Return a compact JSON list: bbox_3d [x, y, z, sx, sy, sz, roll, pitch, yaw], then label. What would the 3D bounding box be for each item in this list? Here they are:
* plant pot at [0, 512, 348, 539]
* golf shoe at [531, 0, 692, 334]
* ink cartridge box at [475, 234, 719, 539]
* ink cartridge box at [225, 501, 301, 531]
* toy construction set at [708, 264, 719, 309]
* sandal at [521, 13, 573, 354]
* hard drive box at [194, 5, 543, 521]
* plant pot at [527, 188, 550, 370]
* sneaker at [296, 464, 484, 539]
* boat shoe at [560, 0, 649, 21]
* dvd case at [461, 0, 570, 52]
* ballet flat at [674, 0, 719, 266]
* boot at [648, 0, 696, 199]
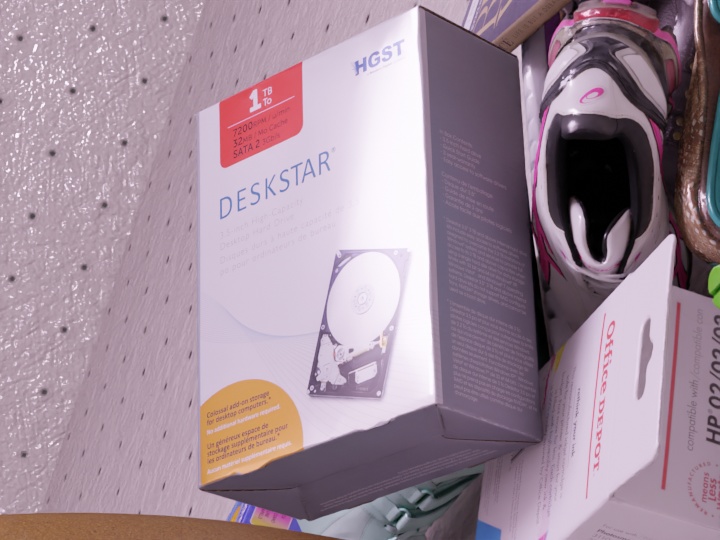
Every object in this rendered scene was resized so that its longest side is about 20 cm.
[{"bbox_3d":[-0.117,0.200,1.262,0.186,0.200,0.187,-160,90,-78],"label":"plant pot"},{"bbox_3d":[0.108,-0.021,1.108,0.092,0.072,0.200,-68,-24,-44],"label":"golf shoe"},{"bbox_3d":[0.119,0.083,1.081,0.200,0.068,0.115,126,157,-55],"label":"ink cartridge box"},{"bbox_3d":[-0.051,0.178,1.585,0.200,0.076,0.137,-59,6,40],"label":"ink cartridge box"},{"bbox_3d":[0.181,-0.026,0.920,0.200,0.092,0.131,134,127,-78],"label":"toy construction set"},{"bbox_3d":[0.114,-0.050,1.273,0.082,0.050,0.203,37,-132,-83],"label":"sandal"},{"bbox_3d":[0.000,0.000,1.152,0.156,0.077,0.200,-23,58,38],"label":"hard drive box"},{"bbox_3d":[0.033,0.009,1.303,0.200,0.141,0.142,-103,2,-55],"label":"plant pot"},{"bbox_3d":[0.041,0.141,1.373,0.200,0.074,0.118,-18,90,50],"label":"sneaker"},{"bbox_3d":[0.133,-0.151,1.365,0.073,0.074,0.201,60,-145,-70],"label":"boat shoe"},{"bbox_3d":[0.110,-0.189,1.227,0.200,0.016,0.149,-39,28,57],"label":"dvd case"},{"bbox_3d":[0.174,-0.093,1.098,0.065,0.070,0.200,120,167,-70],"label":"ballet flat"},{"bbox_3d":[0.157,-0.130,1.221,0.200,0.069,0.175,-75,-3,-71],"label":"boot"}]
